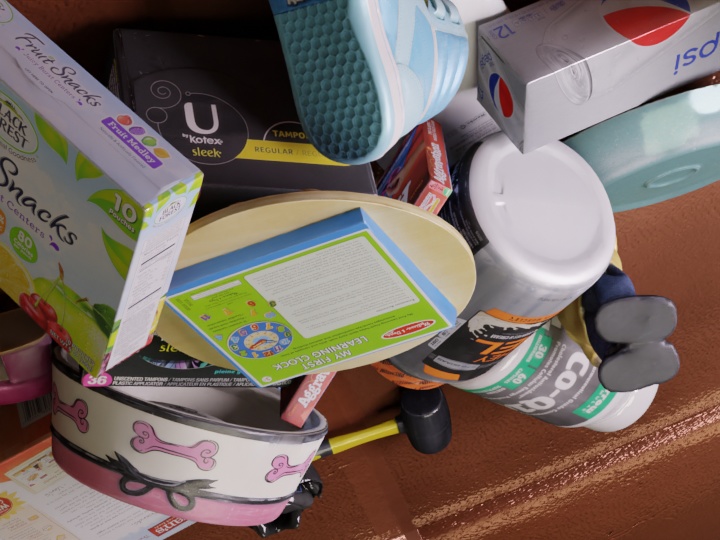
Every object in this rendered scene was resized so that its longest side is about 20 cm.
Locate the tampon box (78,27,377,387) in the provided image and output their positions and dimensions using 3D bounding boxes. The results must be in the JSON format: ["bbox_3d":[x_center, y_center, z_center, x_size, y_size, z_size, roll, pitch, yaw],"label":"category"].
[{"bbox_3d":[-0.095,-0.034,1.086,0.149,0.127,0.201,1,142,-19],"label":"tampon box"}]

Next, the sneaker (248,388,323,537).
[{"bbox_3d":[-0.069,0.129,1.338,0.076,0.112,0.201,-10,142,-17],"label":"sneaker"}]

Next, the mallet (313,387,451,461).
[{"bbox_3d":[-0.016,0.153,1.466,0.199,0.041,0.066,-22,141,5],"label":"mallet"}]

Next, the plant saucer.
[{"bbox_3d":[0.217,-0.081,1.224,0.198,0.036,0.200,-16,169,-3],"label":"plant saucer"}]

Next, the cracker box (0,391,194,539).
[{"bbox_3d":[-0.228,0.165,1.344,0.133,0.058,0.200,-28,143,8],"label":"cracker box"}]

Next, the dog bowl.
[{"bbox_3d":[-0.126,0.114,1.195,0.199,0.200,0.074,11,97,-38],"label":"dog bowl"}]

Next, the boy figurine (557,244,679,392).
[{"bbox_3d":[0.174,0.018,1.238,0.064,0.200,0.125,-9,111,-1],"label":"boy figurine"}]

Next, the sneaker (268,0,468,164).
[{"bbox_3d":[0.004,-0.172,1.013,0.079,0.202,0.130,0,-165,31],"label":"sneaker"}]

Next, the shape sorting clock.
[{"bbox_3d":[-0.031,0.009,1.021,0.198,0.039,0.201,-3,145,-2],"label":"shape sorting clock"}]

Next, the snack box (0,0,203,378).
[{"bbox_3d":[-0.187,-0.057,0.969,0.053,0.200,0.143,-33,157,-43],"label":"snack box"}]

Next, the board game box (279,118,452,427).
[{"bbox_3d":[0.000,0.000,1.150,0.019,0.103,0.201,25,115,-16],"label":"board game box"}]

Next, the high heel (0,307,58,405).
[{"bbox_3d":[-0.306,0.081,1.200,0.199,0.068,0.096,-19,151,-15],"label":"high heel"}]

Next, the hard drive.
[{"bbox_3d":[0.053,-0.125,1.156,0.131,0.027,0.200,-30,144,11],"label":"hard drive"}]

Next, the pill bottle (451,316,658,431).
[{"bbox_3d":[0.147,0.060,1.367,0.113,0.114,0.199,-41,140,24],"label":"pill bottle"}]

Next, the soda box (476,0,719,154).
[{"bbox_3d":[0.175,-0.153,1.129,0.199,0.064,0.069,-23,143,-16],"label":"soda box"}]

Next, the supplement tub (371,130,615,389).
[{"bbox_3d":[0.078,0.000,1.196,0.122,0.123,0.200,0,154,-28],"label":"supplement tub"}]
